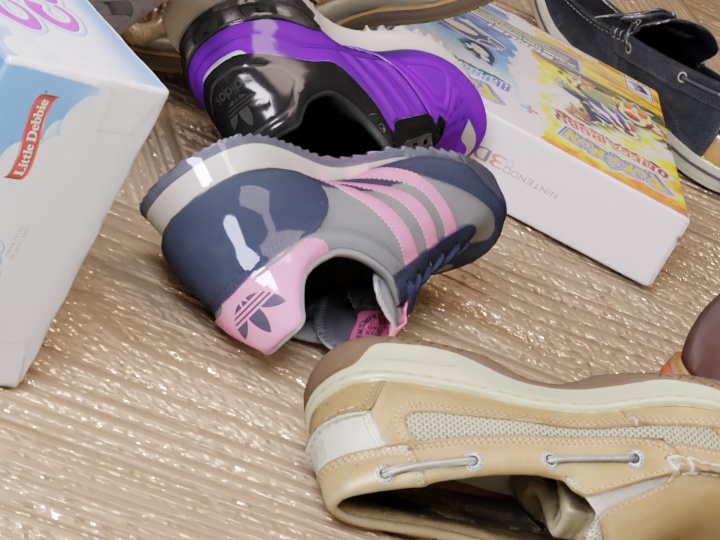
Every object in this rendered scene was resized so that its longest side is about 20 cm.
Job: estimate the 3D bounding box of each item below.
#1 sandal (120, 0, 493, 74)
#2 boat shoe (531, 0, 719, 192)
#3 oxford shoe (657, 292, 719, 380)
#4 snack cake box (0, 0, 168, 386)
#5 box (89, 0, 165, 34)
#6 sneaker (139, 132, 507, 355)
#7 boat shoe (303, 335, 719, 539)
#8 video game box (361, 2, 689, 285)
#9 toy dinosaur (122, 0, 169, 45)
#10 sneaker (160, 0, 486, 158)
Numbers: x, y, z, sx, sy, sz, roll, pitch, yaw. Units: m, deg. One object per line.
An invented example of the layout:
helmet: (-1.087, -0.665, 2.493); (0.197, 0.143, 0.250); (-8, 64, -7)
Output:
sandal: (-0.027, -0.131, 1.245); (0.199, 0.054, 0.080); (-15, 25, -20)
boat shoe: (0.166, -0.117, 1.573); (0.074, 0.062, 0.200); (11, 26, -39)
oxford shoe: (0.216, 0.070, 1.107); (0.199, 0.073, 0.071); (28, 19, -10)
snack cake box: (-0.157, -0.069, 0.917); (0.067, 0.115, 0.200); (9, 29, -45)
box: (-0.138, -0.184, 1.027); (0.097, 0.176, 0.201); (0, 62, -55)
sneaker: (0.000, 0.000, 1.074); (0.200, 0.070, 0.082); (-2, 54, -52)
boat shoe: (0.077, 0.080, 0.967); (0.199, 0.072, 0.076); (7, 42, -11)
video game box: (0.059, -0.086, 1.372); (0.199, 0.047, 0.182); (27, 23, -11)
toy dinosaur: (-0.131, -0.105, 1.141); (0.101, 0.058, 0.201); (-1, 59, -51)
sneaker: (-0.004, -0.055, 1.186); (0.200, 0.069, 0.100); (18, 41, -53)
